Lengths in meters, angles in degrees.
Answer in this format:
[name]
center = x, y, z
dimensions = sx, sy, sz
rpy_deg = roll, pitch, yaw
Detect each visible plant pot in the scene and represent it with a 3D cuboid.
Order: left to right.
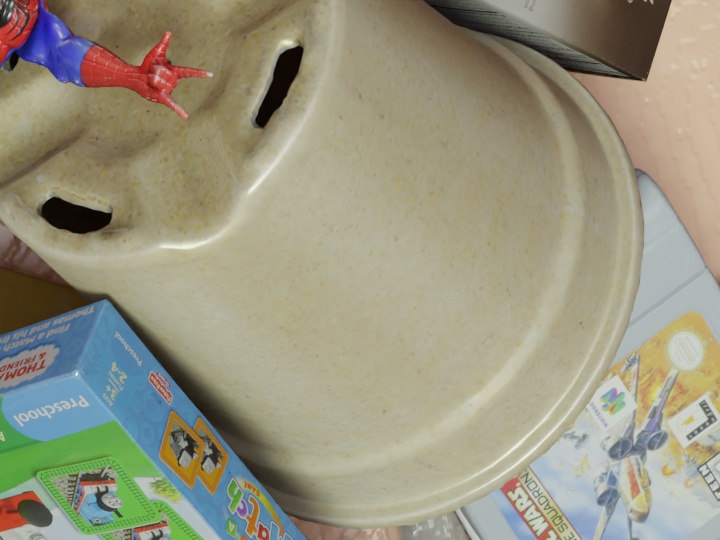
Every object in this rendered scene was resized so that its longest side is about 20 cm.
[plant pot]
center = -0.028, -0.033, 0.658
dimensions = 0.200, 0.183, 0.201
rpy_deg = -11, 64, 24

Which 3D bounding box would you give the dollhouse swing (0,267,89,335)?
[dollhouse swing]
center = -0.217, 0.080, 0.749
dimensions = 0.181, 0.176, 0.200
rpy_deg = -6, 73, 27

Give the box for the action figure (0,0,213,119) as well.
[action figure]
center = -0.122, -0.025, 0.555
dimensions = 0.065, 0.099, 0.200
rpy_deg = 30, 85, -46

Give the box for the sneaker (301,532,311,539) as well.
[sneaker]
center = -0.008, 0.153, 0.777
dimensions = 0.200, 0.114, 0.075
rpy_deg = 44, 101, 2

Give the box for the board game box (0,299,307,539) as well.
[board game box]
center = -0.091, 0.107, 0.659
dimensions = 0.151, 0.037, 0.200
rpy_deg = -18, 127, 28

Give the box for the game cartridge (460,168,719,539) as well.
[game cartridge]
center = 0.103, 0.070, 0.774
dimensions = 0.133, 0.042, 0.200
rpy_deg = -39, 122, -4

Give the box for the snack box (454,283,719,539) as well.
[snack box]
center = 0.131, 0.062, 0.827
dimensions = 0.200, 0.024, 0.072
rpy_deg = -30, 101, -4

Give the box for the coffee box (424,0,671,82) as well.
[coffee box]
center = 0.033, -0.158, 0.716
dimensions = 0.200, 0.080, 0.115
rpy_deg = 18, 89, -40
